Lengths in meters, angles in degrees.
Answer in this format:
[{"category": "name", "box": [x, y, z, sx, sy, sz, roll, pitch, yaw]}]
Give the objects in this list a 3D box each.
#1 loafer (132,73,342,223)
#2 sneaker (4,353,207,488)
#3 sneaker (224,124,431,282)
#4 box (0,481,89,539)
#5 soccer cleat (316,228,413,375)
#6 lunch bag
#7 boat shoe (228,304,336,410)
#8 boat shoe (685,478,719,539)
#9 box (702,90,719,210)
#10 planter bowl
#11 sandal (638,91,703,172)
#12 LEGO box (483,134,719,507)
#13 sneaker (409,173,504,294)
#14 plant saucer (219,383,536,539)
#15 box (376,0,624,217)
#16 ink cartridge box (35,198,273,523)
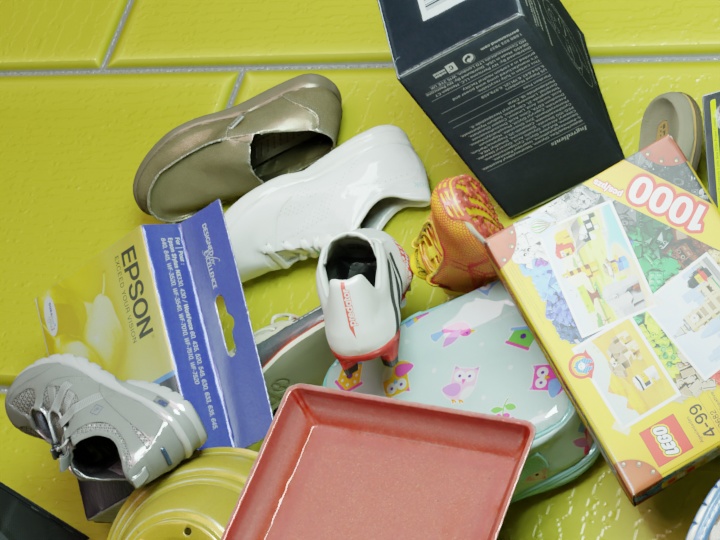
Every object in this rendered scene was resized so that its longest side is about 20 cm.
[{"category": "loafer", "box": [-0.103, -0.096, 1.817, 0.200, 0.076, 0.068, -31, 42, 11]}, {"category": "sneaker", "box": [-0.211, 0.117, 1.621, 0.200, 0.075, 0.082, 5, 39, 44]}, {"category": "sneaker", "box": [-0.035, -0.034, 1.741, 0.200, 0.075, 0.089, -33, 60, 8]}, {"category": "box", "box": [-0.308, 0.261, 1.644, 0.049, 0.160, 0.200, -6, 55, 44]}, {"category": "soccer cleat", "box": [0.000, 0.000, 1.582, 0.068, 0.085, 0.200, -11, 25, 7]}, {"category": "lunch bag", "box": [0.072, 0.108, 1.567, 0.200, 0.077, 0.161, -26, 51, 15]}, {"category": "boat shoe", "box": [-0.066, 0.069, 1.688, 0.200, 0.071, 0.063, -36, 49, 13]}, {"category": "boat shoe", "box": [0.241, 0.226, 1.391, 0.072, 0.072, 0.200, 13, 77, 32]}, {"category": "box", "box": [0.331, -0.057, 1.538, 0.160, 0.044, 0.200, -16, 52, 24]}, {"category": "planter bowl", "box": [-0.117, 0.226, 1.551, 0.200, 0.083, 0.201, -3, 82, 21]}, {"category": "sandal", "box": [0.212, -0.046, 1.576, 0.080, 0.054, 0.200, -31, 47, 52]}, {"category": "LEGO box", "box": [0.198, 0.034, 1.458, 0.149, 0.077, 0.200, -30, 75, 1]}, {"category": "sneaker", "box": [0.072, -0.015, 1.578, 0.077, 0.200, 0.073, -23, 72, 3]}, {"category": "plant saucer", "box": [0.005, 0.182, 1.472, 0.200, 0.037, 0.200, 8, 59, 28]}, {"category": "box", "box": [0.103, -0.166, 1.648, 0.107, 0.200, 0.149, -26, 48, 16]}, {"category": "ink cartridge box", "box": [-0.165, 0.072, 1.681, 0.200, 0.047, 0.198, -33, 63, 40]}]
